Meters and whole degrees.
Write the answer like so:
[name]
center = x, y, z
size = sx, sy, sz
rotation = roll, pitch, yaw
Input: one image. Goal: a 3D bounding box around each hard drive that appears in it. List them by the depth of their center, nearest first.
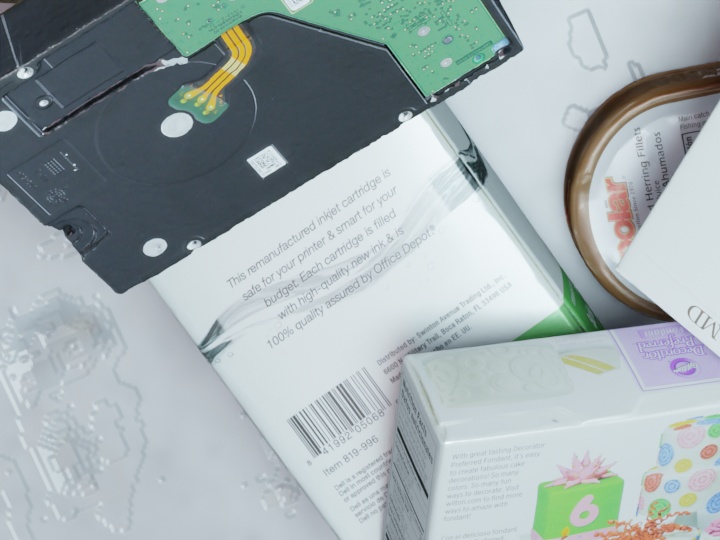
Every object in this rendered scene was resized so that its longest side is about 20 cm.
[hard drive]
center = -0.051, -0.084, 0.890
size = 0.199, 0.038, 0.140
rotation = -31, 141, 11

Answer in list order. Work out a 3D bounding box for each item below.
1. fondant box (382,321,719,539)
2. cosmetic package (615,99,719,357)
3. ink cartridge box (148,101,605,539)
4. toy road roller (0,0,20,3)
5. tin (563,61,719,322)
[fondant box]
center = 0.085, 0.120, 0.982
size = 0.143, 0.058, 0.201
rotation = -7, 131, -15
[cosmetic package]
center = 0.202, -0.052, 0.904
size = 0.107, 0.085, 0.201
rotation = 40, 122, 19
[ink cartridge box]
center = 0.000, 0.000, 1.006
size = 0.146, 0.083, 0.201
rotation = -34, 99, 10
[toy road roller]
center = -0.088, -0.173, 0.910
size = 0.146, 0.122, 0.201
rotation = 49, 125, 33
[tin]
center = 0.189, -0.041, 1.013
size = 0.199, 0.042, 0.113
rotation = -11, 97, 5
